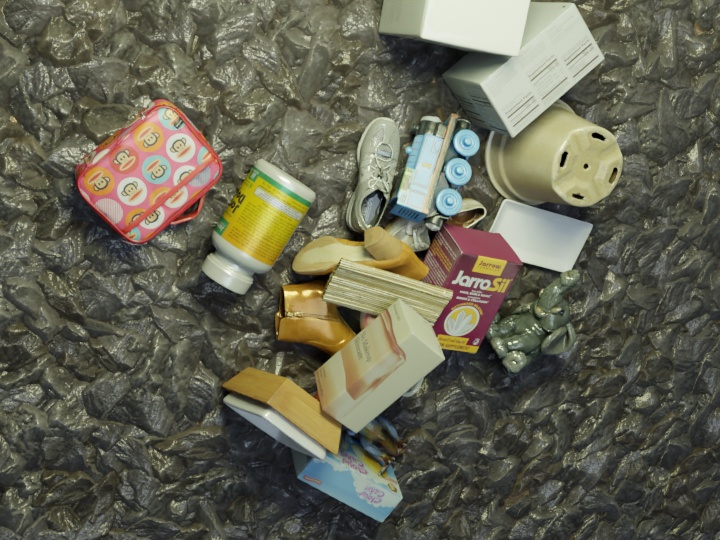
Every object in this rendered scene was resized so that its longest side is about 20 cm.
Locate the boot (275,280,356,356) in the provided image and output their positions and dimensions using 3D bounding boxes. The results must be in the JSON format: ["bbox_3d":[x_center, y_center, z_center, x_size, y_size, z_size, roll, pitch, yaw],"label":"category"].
[{"bbox_3d":[-0.075,0.116,1.492,0.143,0.071,0.202,-6,101,-16],"label":"boot"}]

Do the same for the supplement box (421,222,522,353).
[{"bbox_3d":[0.172,0.033,1.499,0.130,0.103,0.201,9,120,-24],"label":"supplement box"}]

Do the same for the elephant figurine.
[{"bbox_3d":[0.333,0.101,1.583,0.199,0.155,0.142,-32,92,2],"label":"elephant figurine"}]

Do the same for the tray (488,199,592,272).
[{"bbox_3d":[0.325,-0.065,1.589,0.199,0.022,0.108,13,114,-22],"label":"tray"}]

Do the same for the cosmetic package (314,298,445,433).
[{"bbox_3d":[0.028,0.156,1.401,0.200,0.104,0.087,-42,120,14],"label":"cosmetic package"}]

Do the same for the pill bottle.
[{"bbox_3d":[-0.168,-0.067,1.377,0.113,0.113,0.200,30,95,-24],"label":"pill bottle"}]

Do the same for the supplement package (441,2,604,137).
[{"bbox_3d":[0.264,-0.336,1.418,0.200,0.156,0.111,-40,115,-3],"label":"supplement package"}]

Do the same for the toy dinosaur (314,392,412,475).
[{"bbox_3d":[-0.007,0.284,1.564,0.181,0.200,0.105,41,78,13],"label":"toy dinosaur"}]

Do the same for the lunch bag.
[{"bbox_3d":[-0.318,-0.142,1.325,0.200,0.082,0.176,-41,118,-2],"label":"lunch bag"}]

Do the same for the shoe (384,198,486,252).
[{"bbox_3d":[0.129,-0.079,1.507,0.199,0.053,0.070,-22,112,-12],"label":"shoe"}]

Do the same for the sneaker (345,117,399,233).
[{"bbox_3d":[0.033,-0.153,1.435,0.074,0.082,0.201,5,104,-20],"label":"sneaker"}]

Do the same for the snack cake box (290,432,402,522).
[{"bbox_3d":[-0.027,0.357,1.550,0.200,0.115,0.067,34,103,-25],"label":"snack cake box"}]

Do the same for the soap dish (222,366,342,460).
[{"bbox_3d":[-0.131,0.235,1.446,0.157,0.200,0.081,41,72,-24],"label":"soap dish"}]

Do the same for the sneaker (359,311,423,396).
[{"bbox_3d":[0.063,0.139,1.493,0.075,0.105,0.201,-29,133,-18],"label":"sneaker"}]

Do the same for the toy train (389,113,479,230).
[{"bbox_3d":[0.124,-0.169,1.438,0.114,0.087,0.201,19,80,-8],"label":"toy train"}]

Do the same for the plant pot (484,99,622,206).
[{"bbox_3d":[0.342,-0.192,1.475,0.199,0.183,0.202,-5,108,-17],"label":"plant pot"}]

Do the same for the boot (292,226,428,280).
[{"bbox_3d":[0.000,-0.001,1.444,0.200,0.071,0.144,-15,140,31],"label":"boot"}]

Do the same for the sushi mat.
[{"bbox_3d":[0.042,0.041,1.405,0.199,0.012,0.096,16,131,-12],"label":"sushi mat"}]

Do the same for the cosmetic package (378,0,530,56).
[{"bbox_3d":[0.146,-0.431,1.325,0.167,0.200,0.167,6,104,-19],"label":"cosmetic package"}]
